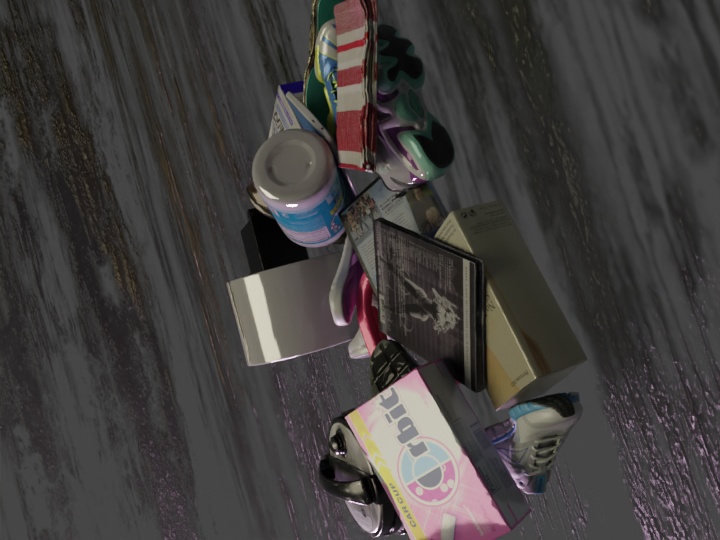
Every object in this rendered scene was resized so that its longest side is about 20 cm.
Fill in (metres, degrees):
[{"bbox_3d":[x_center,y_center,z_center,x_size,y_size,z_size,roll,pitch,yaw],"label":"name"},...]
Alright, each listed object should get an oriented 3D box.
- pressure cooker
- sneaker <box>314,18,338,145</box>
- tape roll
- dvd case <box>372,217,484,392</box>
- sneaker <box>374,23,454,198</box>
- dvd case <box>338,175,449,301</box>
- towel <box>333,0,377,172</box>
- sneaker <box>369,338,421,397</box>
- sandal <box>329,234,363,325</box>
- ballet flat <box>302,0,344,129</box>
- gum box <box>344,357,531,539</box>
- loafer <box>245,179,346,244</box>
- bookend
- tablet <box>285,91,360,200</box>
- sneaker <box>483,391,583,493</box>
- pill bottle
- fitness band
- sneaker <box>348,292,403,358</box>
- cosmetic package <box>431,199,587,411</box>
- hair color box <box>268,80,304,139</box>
[{"bbox_3d":[0.042,0.258,1.076,0.179,0.198,0.177,57,150,35],"label":"pressure cooker"},{"bbox_3d":[-0.008,-0.225,1.055,0.105,0.075,0.201,-119,15,-50],"label":"sneaker"},{"bbox_3d":[-0.103,0.061,1.288,0.202,0.201,0.141,-15,91,66],"label":"tape roll"},{"bbox_3d":[0.075,0.033,0.909,0.200,0.016,0.150,29,128,55],"label":"dvd case"},{"bbox_3d":[0.025,-0.186,0.978,0.140,0.077,0.202,-30,74,51],"label":"sneaker"},{"bbox_3d":[0.058,-0.032,1.013,0.142,0.017,0.201,-39,65,31],"label":"dvd case"},{"bbox_3d":[-0.009,-0.222,0.951,0.144,0.022,0.202,-147,56,-72],"label":"towel"},{"bbox_3d":[0.080,0.168,0.967,0.076,0.079,0.201,-51,57,29],"label":"sneaker"},{"bbox_3d":[0.001,0.006,1.129,0.204,0.049,0.083,-73,-23,-48],"label":"sandal"},{"bbox_3d":[-0.047,-0.306,1.136,0.075,0.067,0.202,-102,16,-61],"label":"ballet flat"},{"bbox_3d":[0.085,0.213,0.864,0.113,0.066,0.201,-38,74,28],"label":"gum box"},{"bbox_3d":[-0.089,-0.111,1.259,0.198,0.073,0.072,23,119,16],"label":"loafer"},{"bbox_3d":[-0.170,-0.005,1.534,0.200,0.091,0.201,149,107,-67],"label":"bookend"},{"bbox_3d":[-0.040,-0.157,1.140,0.130,0.014,0.200,51,175,37],"label":"tablet"},{"bbox_3d":[0.190,0.190,0.851,0.200,0.074,0.087,106,156,-63],"label":"sneaker"},{"bbox_3d":[-0.073,-0.102,1.105,0.200,0.110,0.112,65,180,-68],"label":"pill bottle"},{"bbox_3d":[0.067,0.068,1.033,0.143,0.037,0.202,-33,69,33],"label":"fitness band"},{"bbox_3d":[0.036,0.075,1.161,0.200,0.070,0.081,-43,59,55],"label":"sneaker"},{"bbox_3d":[0.150,0.037,0.865,0.201,0.070,0.105,65,154,22],"label":"cosmetic package"},{"bbox_3d":[-0.103,-0.200,1.308,0.110,0.064,0.201,63,155,25],"label":"hair color box"}]
